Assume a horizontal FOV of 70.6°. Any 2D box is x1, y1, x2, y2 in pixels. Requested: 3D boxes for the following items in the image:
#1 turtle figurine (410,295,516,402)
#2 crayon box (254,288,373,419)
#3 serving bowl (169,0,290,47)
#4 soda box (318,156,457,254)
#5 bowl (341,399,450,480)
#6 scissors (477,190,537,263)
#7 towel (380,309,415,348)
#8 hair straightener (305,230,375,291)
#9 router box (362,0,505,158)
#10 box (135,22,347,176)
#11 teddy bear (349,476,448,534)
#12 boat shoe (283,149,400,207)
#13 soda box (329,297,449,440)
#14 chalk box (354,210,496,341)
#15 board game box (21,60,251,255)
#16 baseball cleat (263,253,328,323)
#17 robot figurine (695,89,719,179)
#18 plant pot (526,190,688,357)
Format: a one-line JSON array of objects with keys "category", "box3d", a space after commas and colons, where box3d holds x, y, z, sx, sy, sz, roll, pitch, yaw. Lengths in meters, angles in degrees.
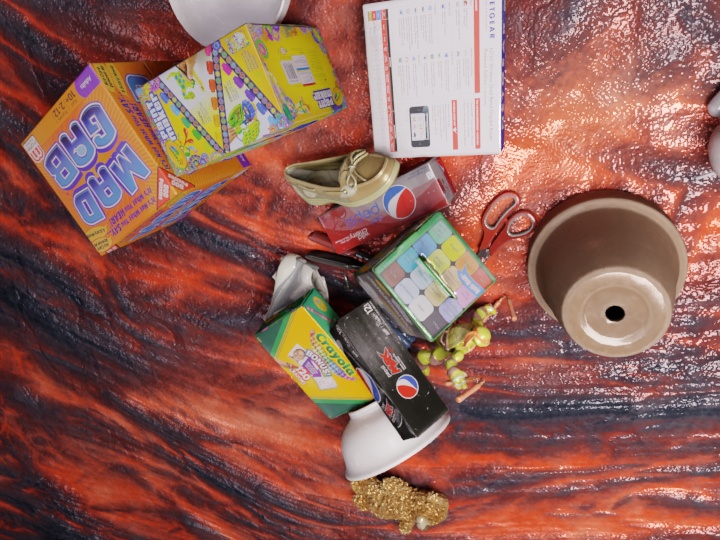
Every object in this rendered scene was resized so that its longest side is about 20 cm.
[{"category": "turtle figurine", "box3d": [0.140, 0.116, 0.763, 0.064, 0.201, 0.161, 41, 144, -10]}, {"category": "crayon box", "box3d": [-0.063, 0.141, 0.844, 0.118, 0.058, 0.200, -33, 104, 29]}, {"category": "serving bowl", "box3d": [-0.176, -0.415, 0.715, 0.198, 0.066, 0.202, 9, 115, 19]}, {"category": "soda box", "box3d": [0.039, -0.097, 0.763, 0.199, 0.063, 0.070, -22, 104, 30]}, {"category": "bowl", "box3d": [0.042, 0.254, 0.851, 0.200, 0.201, 0.091, -32, 83, 29]}, {"category": "scissors", "box3d": [0.182, -0.029, 0.769, 0.073, 0.014, 0.200, 37, 121, 0]}, {"category": "towel", "box3d": [-0.004, 0.143, 0.894, 0.112, 0.049, 0.200, 43, 121, -2]}, {"category": "hair straightener", "box3d": [0.000, 0.000, 0.843, 0.198, 0.041, 0.078, 18, 118, 9]}, {"category": "router box", "box3d": [0.101, -0.256, 0.682, 0.178, 0.049, 0.202, 3, 113, 20]}, {"category": "box", "box3d": [-0.153, -0.238, 0.704, 0.191, 0.200, 0.123, -15, 107, 27]}, {"category": "teddy bear", "box3d": [0.069, 0.455, 0.987, 0.198, 0.067, 0.146, 20, 120, 13]}, {"category": "boat shoe", "box3d": [-0.032, -0.138, 0.737, 0.200, 0.074, 0.063, 6, 158, 46]}, {"category": "soda box", "box3d": [0.039, 0.148, 0.758, 0.201, 0.070, 0.063, 55, 156, 10]}, {"category": "chalk box", "box3d": [0.087, 0.008, 0.697, 0.124, 0.200, 0.125, -41, 95, -10]}, {"category": "board game box", "box3d": [-0.342, -0.182, 0.803, 0.199, 0.200, 0.201, -28, 100, 28]}, {"category": "baseball cleat", "box3d": [-0.114, 0.071, 0.884, 0.106, 0.070, 0.201, 26, 126, 20]}, {"category": "robot figurine", "box3d": [0.464, -0.160, 0.540, 0.201, 0.112, 0.170, -58, 47, 30]}, {"category": "plant pot", "box3d": [0.309, 0.015, 0.641, 0.198, 0.175, 0.202, 8, 115, 18]}]
